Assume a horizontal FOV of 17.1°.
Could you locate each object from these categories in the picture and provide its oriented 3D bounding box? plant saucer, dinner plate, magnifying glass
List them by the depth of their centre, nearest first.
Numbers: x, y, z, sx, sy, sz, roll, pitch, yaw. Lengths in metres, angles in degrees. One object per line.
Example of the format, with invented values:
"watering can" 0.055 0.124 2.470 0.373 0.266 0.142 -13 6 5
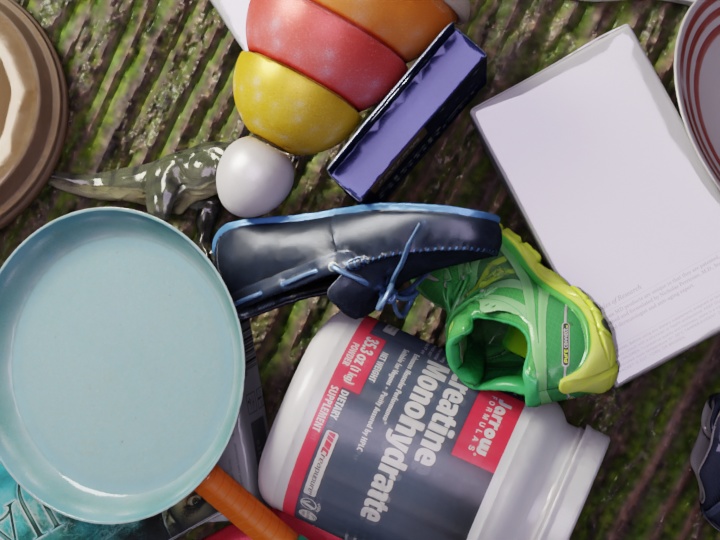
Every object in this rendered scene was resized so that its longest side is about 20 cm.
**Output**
"plant saucer" -0.157 0.060 1.527 0.199 0.027 0.201 0 89 25
"dinner plate" 0.276 -0.096 1.545 0.199 0.024 0.201 14 61 -27
"magnifying glass" -0.034 0.190 1.549 0.200 0.079 0.022 41 53 -24
"plant saucer" -0.298 -0.110 1.626 0.199 0.029 0.201 -1 76 2

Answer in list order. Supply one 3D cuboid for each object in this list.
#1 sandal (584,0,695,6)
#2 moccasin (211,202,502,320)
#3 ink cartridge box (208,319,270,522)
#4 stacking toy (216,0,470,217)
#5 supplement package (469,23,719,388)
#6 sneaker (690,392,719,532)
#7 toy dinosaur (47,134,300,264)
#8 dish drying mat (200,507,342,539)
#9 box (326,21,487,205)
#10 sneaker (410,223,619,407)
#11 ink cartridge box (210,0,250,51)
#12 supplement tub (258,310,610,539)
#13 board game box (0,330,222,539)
"sandal" 0.195 -0.218 1.595 0.201 0.050 0.083 9 87 6
"moccasin" 0.000 0.000 1.504 0.199 0.080 0.069 -7 74 33
"ink cartridge box" -0.163 0.089 1.605 0.199 0.057 0.164 -5 100 24
"stacking toy" -0.035 -0.125 1.514 0.146 0.146 0.201 30 89 6
"supplement package" 0.169 -0.039 1.552 0.119 0.121 0.201 -29 85 3
"sneaker" 0.306 0.104 1.553 0.146 0.077 0.203 40 92 3
"toy dinosaur" -0.126 -0.043 1.617 0.199 0.047 0.089 -7 92 16
"dish drying mat" -0.089 0.215 1.612 0.199 0.018 0.077 -29 86 4
"box" 0.032 -0.093 1.527 0.032 0.200 0.121 41 91 4
"sneaker" 0.080 0.025 1.502 0.083 0.200 0.074 -22 120 -22
"ink cartridge box" -0.022 -0.242 1.616 0.199 0.050 0.109 -34 84 3
"supplement tub" 0.047 0.123 1.543 0.199 0.140 0.141 23 89 6
"board game box" -0.196 0.143 1.585 0.199 0.028 0.136 -30 88 22
